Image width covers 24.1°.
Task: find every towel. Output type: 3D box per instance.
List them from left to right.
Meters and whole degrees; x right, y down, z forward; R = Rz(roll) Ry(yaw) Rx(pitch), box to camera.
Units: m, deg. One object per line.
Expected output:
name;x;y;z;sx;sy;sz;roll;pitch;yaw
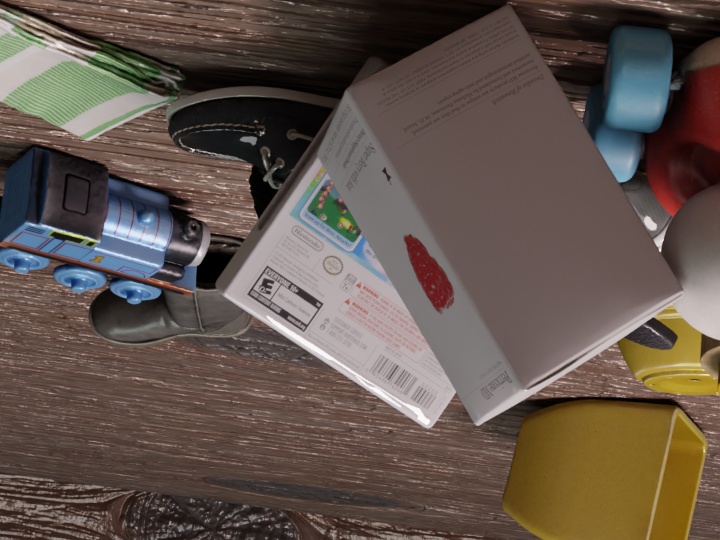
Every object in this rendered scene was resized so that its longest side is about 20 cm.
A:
towel;-0.239;-0.140;1.148;0.198;0.024;0.152;18;162;-33

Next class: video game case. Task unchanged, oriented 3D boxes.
video game case;0.028;-0.014;1.129;0.199;0.183;0.024;34;-179;-31

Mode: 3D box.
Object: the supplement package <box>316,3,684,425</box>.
supplement package;0.079;-0.030;1.009;0.119;0.201;0.121;-29;172;-16

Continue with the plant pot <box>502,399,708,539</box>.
plant pot;0.285;0.258;2.018;0.198;0.197;0.195;10;167;26

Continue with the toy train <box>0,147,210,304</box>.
toy train;-0.216;-0.032;1.404;0.198;0.088;0.114;17;156;-31

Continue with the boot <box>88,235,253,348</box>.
boot;-0.178;0.022;1.596;0.179;0.074;0.200;-6;171;-3

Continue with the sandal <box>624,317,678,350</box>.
sandal;0.170;-0.002;1.325;0.199;0.045;0.075;35;171;34

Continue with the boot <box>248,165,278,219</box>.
boot;-0.001;0.001;1.248;0.073;0.199;0.162;-39;131;22

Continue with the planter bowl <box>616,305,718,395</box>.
planter bowl;0.293;0.061;1.474;0.198;0.085;0.201;3;165;1

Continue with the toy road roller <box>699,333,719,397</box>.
toy road roller;0.356;0.021;1.276;0.197;0.124;0.146;0;149;17

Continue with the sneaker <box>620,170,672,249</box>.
sneaker;0.152;-0.046;1.241;0.084;0.075;0.199;40;149;-29

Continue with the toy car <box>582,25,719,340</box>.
toy car;0.225;-0.024;1.013;0.182;0.203;0.177;7;164;1

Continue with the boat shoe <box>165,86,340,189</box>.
boat shoe;-0.036;-0.084;1.157;0.197;0.061;0.074;4;164;-5
